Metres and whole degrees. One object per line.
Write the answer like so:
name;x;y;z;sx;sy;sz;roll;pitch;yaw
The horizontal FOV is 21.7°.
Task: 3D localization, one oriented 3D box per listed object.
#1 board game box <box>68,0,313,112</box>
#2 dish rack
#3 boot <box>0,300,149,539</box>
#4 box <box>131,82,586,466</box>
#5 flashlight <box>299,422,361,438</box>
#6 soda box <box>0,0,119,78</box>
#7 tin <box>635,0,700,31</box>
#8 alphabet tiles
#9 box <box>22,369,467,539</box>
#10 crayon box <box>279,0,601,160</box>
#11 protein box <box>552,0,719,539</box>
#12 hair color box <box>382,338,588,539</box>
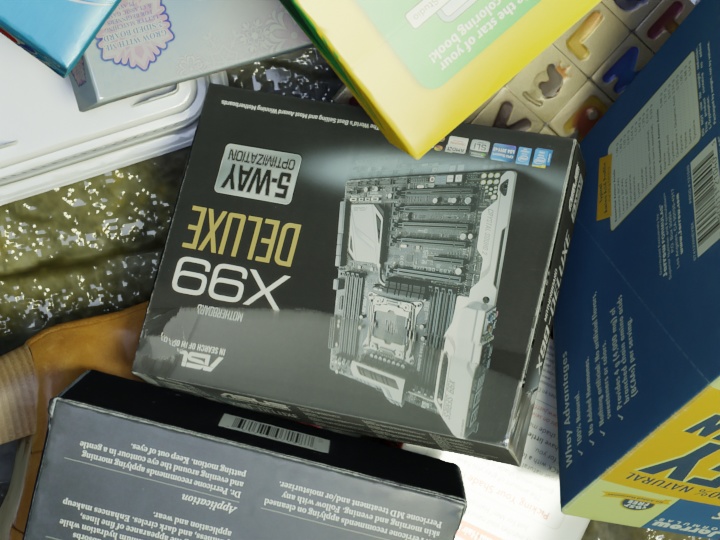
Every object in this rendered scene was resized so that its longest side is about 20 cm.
board game box;-0.077;-0.205;0.968;0.199;0.041;0.201;-19;95;-22
dish rack;-0.172;-0.146;0.990;0.171;0.044;0.201;-18;94;-4
boot;-0.133;0.124;0.998;0.143;0.071;0.202;-17;109;-19
box;0.000;0.000;0.944;0.199;0.050;0.159;11;76;17
flashlight;-0.034;0.087;1.006;0.068;0.068;0.201;26;94;-43
soda box;-0.107;-0.191;0.887;0.064;0.068;0.201;35;86;-9
tin;0.189;-0.178;1.027;0.199;0.042;0.113;24;95;-7
alphabet tiles;0.087;-0.132;0.984;0.166;0.006;0.200;40;98;-22
box;-0.066;0.164;0.905;0.199;0.104;0.183;15;94;-1
crayon box;0.044;-0.183;0.862;0.200;0.058;0.173;-40;111;-2
protein box;0.194;0.001;0.909;0.134;0.200;0.200;11;58;-17
hair color box;0.059;0.127;1.010;0.110;0.064;0.201;26;89;-8
